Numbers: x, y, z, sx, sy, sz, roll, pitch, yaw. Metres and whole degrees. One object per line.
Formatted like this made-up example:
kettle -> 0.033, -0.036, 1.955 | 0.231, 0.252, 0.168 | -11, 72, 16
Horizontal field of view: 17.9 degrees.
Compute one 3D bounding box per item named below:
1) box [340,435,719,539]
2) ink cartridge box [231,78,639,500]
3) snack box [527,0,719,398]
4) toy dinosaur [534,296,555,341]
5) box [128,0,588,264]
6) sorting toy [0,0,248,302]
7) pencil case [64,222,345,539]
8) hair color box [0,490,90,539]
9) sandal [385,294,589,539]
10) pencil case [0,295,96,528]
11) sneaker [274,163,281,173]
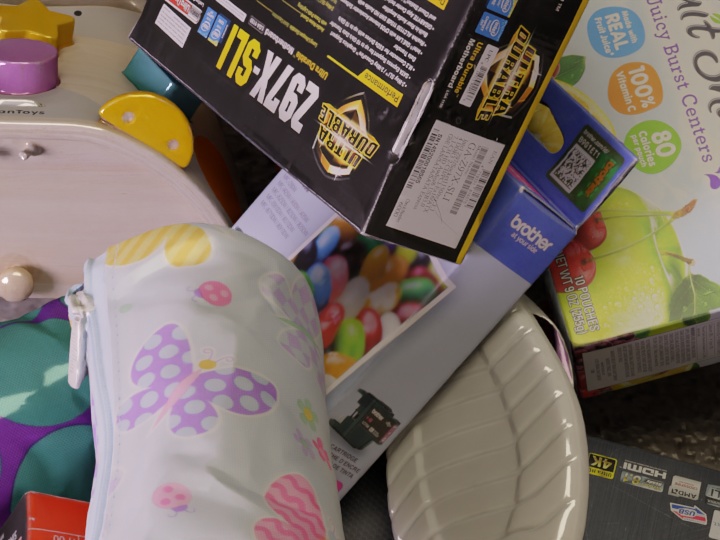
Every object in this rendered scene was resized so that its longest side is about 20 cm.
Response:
box -> 0.072, 0.135, 0.833 | 0.200, 0.051, 0.158 | 15, 53, 7
ink cartridge box -> 0.000, 0.000, 0.844 | 0.200, 0.042, 0.119 | -47, 39, 7
snack box -> 0.125, -0.063, 0.884 | 0.142, 0.053, 0.200 | -15, 61, 0
toy dinosaur -> 0.171, -0.009, 0.965 | 0.181, 0.105, 0.200 | 24, 87, 0
box -> 0.004, -0.116, 0.825 | 0.049, 0.160, 0.200 | 14, 16, -36
sorting toy -> -0.140, -0.070, 0.954 | 0.200, 0.107, 0.180 | 2, 34, -5
pencil case -> -0.050, 0.070, 0.723 | 0.091, 0.083, 0.200 | 38, 25, -30
hair color box -> -0.099, 0.185, 0.739 | 0.061, 0.102, 0.200 | 14, 48, -26
sandal -> 0.047, 0.047, 0.834 | 0.050, 0.082, 0.203 | 31, 33, -40
pencil case -> -0.174, 0.082, 0.826 | 0.200, 0.085, 0.092 | -22, 97, -22
sneaker -> -0.047, -0.111, 0.958 | 0.077, 0.073, 0.200 | -16, 93, -3
